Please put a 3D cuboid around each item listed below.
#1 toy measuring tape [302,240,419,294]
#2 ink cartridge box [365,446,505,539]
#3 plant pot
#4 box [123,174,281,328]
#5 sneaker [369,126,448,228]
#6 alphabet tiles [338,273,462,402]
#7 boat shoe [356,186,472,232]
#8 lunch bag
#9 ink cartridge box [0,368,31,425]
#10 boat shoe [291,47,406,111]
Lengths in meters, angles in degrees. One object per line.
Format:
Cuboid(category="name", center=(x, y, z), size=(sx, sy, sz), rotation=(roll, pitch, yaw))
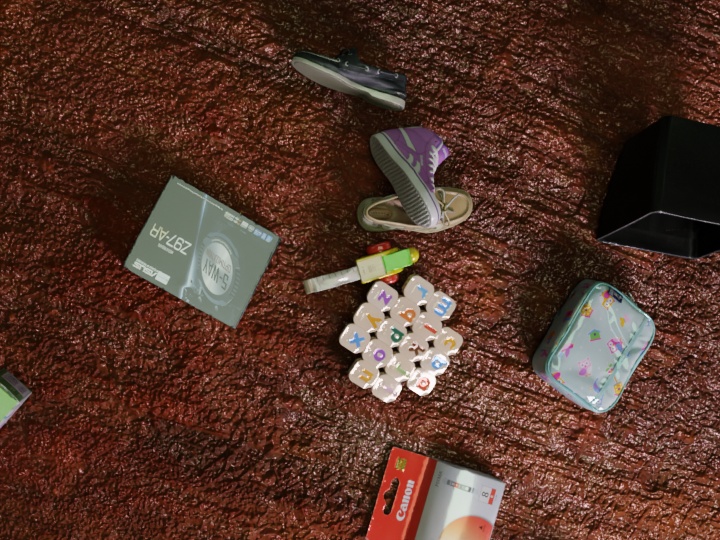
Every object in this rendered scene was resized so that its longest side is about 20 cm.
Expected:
Cuboid(category="toy measuring tape", center=(0.000, 0.000, 1.446), size=(0.196, 0.073, 0.075), rotation=(-17, 94, -11))
Cuboid(category="ink cartridge box", center=(0.125, 0.395, 1.486), size=(0.196, 0.050, 0.166), rotation=(19, 87, -14))
Cuboid(category="plant pot", center=(0.525, -0.140, 1.495), size=(0.195, 0.200, 0.182), rotation=(9, 78, -11))
Cuboid(category="box", center=(-0.245, -0.029, 1.410), size=(0.198, 0.043, 0.162), rotation=(30, 84, -10))
Cuboid(category="sneaker", center=(0.104, -0.159, 1.424), size=(0.112, 0.073, 0.203), rotation=(-15, 56, -18))
Cuboid(category="alphabet tiles", center=(0.066, 0.111, 1.461), size=(0.194, 0.015, 0.202), rotation=(32, 94, -23))
Cuboid(category="boat shoe", center=(0.093, -0.096, 1.467), size=(0.195, 0.063, 0.075), rotation=(-10, 92, -12))
Cuboid(category="lunch bag", center=(0.399, 0.126, 1.523), size=(0.159, 0.077, 0.202), rotation=(36, 84, -9))
Cuboid(category="ink cartridge box", center=(-0.575, 0.241, 1.316), size=(0.059, 0.104, 0.201), rotation=(42, 83, -8))
Cuboid(category="boat shoe", center=(-0.012, -0.319, 1.439), size=(0.195, 0.074, 0.068), rotation=(18, 85, -11))
